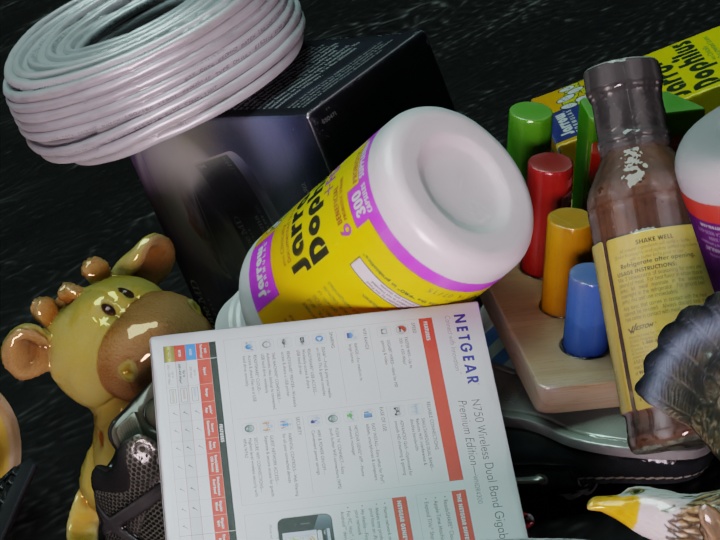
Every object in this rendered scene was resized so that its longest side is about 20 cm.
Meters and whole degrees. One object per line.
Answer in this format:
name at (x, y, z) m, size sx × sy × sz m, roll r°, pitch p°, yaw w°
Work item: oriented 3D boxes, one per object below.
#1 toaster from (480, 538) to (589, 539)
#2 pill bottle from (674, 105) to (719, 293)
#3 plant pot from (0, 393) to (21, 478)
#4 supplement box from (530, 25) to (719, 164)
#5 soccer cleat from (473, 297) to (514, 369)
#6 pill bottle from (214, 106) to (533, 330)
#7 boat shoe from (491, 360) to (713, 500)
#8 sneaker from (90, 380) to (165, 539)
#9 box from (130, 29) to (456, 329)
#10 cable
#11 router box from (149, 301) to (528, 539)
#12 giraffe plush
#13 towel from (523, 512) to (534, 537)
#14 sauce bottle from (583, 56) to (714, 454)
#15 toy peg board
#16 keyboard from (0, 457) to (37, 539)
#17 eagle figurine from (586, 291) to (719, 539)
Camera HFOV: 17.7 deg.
toaster at (0.055, 0.188, 1.009) m, size 0.199 × 0.114 × 0.129 m, roll -9°, pitch 22°, yaw 16°
pill bottle at (0.233, 0.011, 1.138) m, size 0.112 × 0.201 × 0.113 m, roll -19°, pitch 21°, yaw 8°
plant pot at (-0.329, 0.110, 1.487) m, size 0.188 × 0.202 × 0.201 m, roll 17°, pitch 41°, yaw 34°
supplement box at (0.226, -0.085, 1.500) m, size 0.199 × 0.110 × 0.109 m, roll -21°, pitch 21°, yaw 3°
soccer cleat at (0.111, 0.038, 1.349) m, size 0.070 × 0.087 × 0.200 m, roll -31°, pitch 23°, yaw -22°
pill bottle at (0.000, 0.000, 1.293) m, size 0.200 × 0.104 × 0.104 m, roll -40°, pitch 4°, yaw 43°
boat shoe at (0.103, 0.092, 1.265) m, size 0.199 × 0.061 × 0.076 m, roll 11°, pitch 30°, yaw 32°
sneaker at (-0.067, 0.116, 1.251) m, size 0.199 × 0.115 × 0.076 m, roll -6°, pitch 25°, yaw 34°
box at (-0.028, -0.039, 1.515) m, size 0.198 × 0.201 × 0.123 m, roll 2°, pitch 32°, yaw 48°
cable at (-0.133, -0.141, 1.487) m, size 0.199 × 0.069 × 0.200 m, roll -17°, pitch 23°, yaw 18°
router box at (-0.012, 0.113, 1.174) m, size 0.178 × 0.049 × 0.201 m, roll -6°, pitch 47°, yaw -3°
giraffe plush at (-0.121, 0.070, 1.391) m, size 0.199 × 0.163 × 0.173 m, roll -11°, pitch 24°, yaw 26°
towel at (-0.019, 0.174, 1.241) m, size 0.200 × 0.023 × 0.144 m, roll -30°, pitch 21°, yaw -25°
sauce bottle at (0.151, -0.009, 1.183) m, size 0.064 × 0.201 × 0.065 m, roll -8°, pitch -8°, yaw -1°
toy peg board at (0.170, -0.022, 1.292) m, size 0.199 × 0.098 × 0.199 m, roll -5°, pitch 30°, yaw -10°
keyboard at (-0.253, 0.191, 1.336) m, size 0.104 × 0.040 × 0.200 m, roll -43°, pitch 17°, yaw 36°
eagle figurine at (0.172, 0.104, 0.986) m, size 0.152 × 0.151 × 0.200 m, roll -52°, pitch -2°, yaw 22°
